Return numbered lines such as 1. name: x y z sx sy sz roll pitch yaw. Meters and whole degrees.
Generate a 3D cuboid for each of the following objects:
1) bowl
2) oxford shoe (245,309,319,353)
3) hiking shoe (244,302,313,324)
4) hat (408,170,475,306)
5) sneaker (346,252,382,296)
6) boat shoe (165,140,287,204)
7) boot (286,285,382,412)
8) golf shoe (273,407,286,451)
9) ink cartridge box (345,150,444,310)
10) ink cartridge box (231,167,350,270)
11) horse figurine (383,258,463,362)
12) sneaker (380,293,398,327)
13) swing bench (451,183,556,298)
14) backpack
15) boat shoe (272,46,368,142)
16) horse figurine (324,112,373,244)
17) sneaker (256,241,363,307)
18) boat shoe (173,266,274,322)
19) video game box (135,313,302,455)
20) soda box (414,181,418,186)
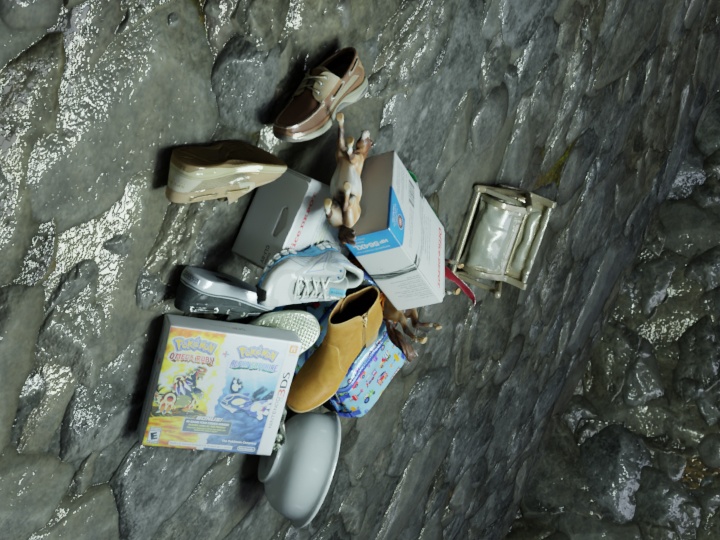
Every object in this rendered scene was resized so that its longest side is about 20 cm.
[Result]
1. bowl: -0.113 0.319 1.886 0.202 0.089 0.203 -57 -160 34
2. oxford shoe: -0.155 0.107 1.638 0.197 0.058 0.076 -21 98 -16
3. hiking shoe: -0.152 0.118 1.690 0.202 0.086 0.074 -64 154 -1
4. hat: 0.125 -0.062 1.947 0.199 0.174 0.168 20 95 -64
5. sneaker: 0.000 0.000 1.772 0.200 0.074 0.080 -42 118 -83
6. boat shoe: -0.177 -0.124 1.465 0.199 0.071 0.065 -8 127 -51
7. boot: -0.045 0.114 1.697 0.201 0.071 0.145 -44 157 -17
8. golf shoe: -0.150 0.222 1.793 0.201 0.076 0.089 110 -14 -51
9. ink cartridge box: 0.053 -0.056 1.693 0.200 0.083 0.148 53 33 -46
10. ink cartridge box: -0.086 -0.063 1.661 0.199 0.083 0.147 19 95 -64
11. horse figurine: 0.089 0.038 1.791 0.050 0.132 0.202 23 92 -49
12. sneaker: 0.031 0.027 1.923 0.078 0.111 0.201 -55 152 -18
13. swing bench: 0.293 -0.066 2.324 0.199 0.128 0.202 -12 122 -65
14. backpack: -0.033 0.121 1.855 0.183 0.134 0.201 -49 143 -18
15. boat shoe: -0.061 -0.249 1.573 0.200 0.075 0.073 -50 144 -41
16. horse figurine: -0.019 -0.120 1.569 0.133 0.049 0.203 74 19 -69
17. sneaker: -0.065 0.013 1.576 0.199 0.086 0.076 -24 135 -51
18. boat shoe: -0.192 0.040 1.580 0.199 0.068 0.057 20 99 -58
19. video game box: -0.197 0.163 1.576 0.197 0.047 0.185 8 106 -25
20. soda box: 0.074 -0.040 1.874 0.067 0.063 0.203 -14 93 -26
